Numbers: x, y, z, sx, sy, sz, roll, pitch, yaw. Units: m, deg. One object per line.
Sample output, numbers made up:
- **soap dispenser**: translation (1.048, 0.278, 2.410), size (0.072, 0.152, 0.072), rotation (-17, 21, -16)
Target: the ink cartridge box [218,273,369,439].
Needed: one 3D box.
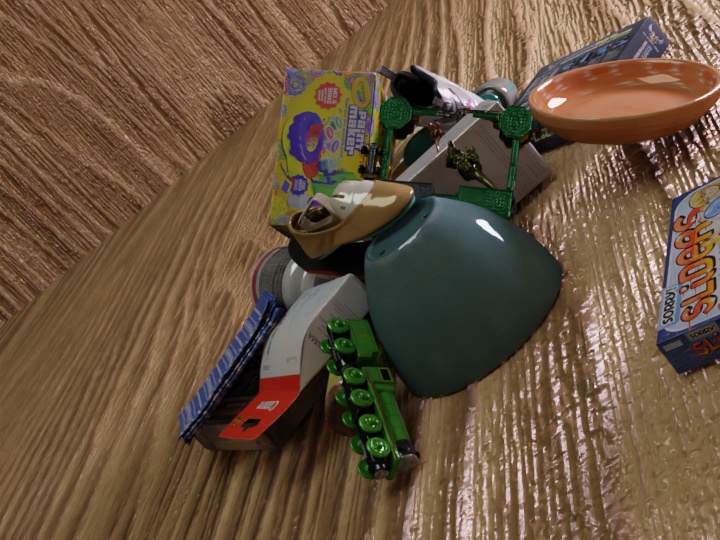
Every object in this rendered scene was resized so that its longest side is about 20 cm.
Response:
- **ink cartridge box**: translation (-0.084, 0.096, 1.171), size (0.200, 0.047, 0.160), rotation (-48, 11, -20)

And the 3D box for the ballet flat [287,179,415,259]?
- **ballet flat**: translation (-0.019, -0.059, 1.122), size (0.200, 0.063, 0.069), rotation (-26, 25, 55)

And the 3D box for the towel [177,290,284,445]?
- **towel**: translation (-0.163, 0.112, 1.299), size (0.201, 0.024, 0.145), rotation (-55, 11, -3)

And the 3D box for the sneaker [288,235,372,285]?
- **sneaker**: translation (0.000, 0.001, 1.241), size (0.201, 0.108, 0.068), rotation (21, 78, 55)

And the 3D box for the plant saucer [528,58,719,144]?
- **plant saucer**: translation (0.276, -0.176, 1.116), size (0.198, 0.038, 0.201), rotation (-9, 25, 4)

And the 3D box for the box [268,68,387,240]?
- **box**: translation (-0.032, -0.138, 1.404), size (0.193, 0.121, 0.202), rotation (41, -126, -79)

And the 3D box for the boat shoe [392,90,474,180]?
- **boat shoe**: translation (0.119, -0.182, 1.552), size (0.200, 0.072, 0.076), rotation (-42, 33, 6)

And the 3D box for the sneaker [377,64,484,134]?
- **sneaker**: translation (0.067, -0.238, 1.407), size (0.200, 0.139, 0.078), rotation (27, 96, 52)

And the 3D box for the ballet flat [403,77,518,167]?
- **ballet flat**: translation (0.141, -0.198, 1.478), size (0.199, 0.068, 0.064), rotation (-33, 9, 42)

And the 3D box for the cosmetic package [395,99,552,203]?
- **cosmetic package**: translation (0.114, -0.095, 1.268), size (0.200, 0.113, 0.081), rotation (-40, 11, 3)

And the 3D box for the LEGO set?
- **LEGO set**: translation (0.102, -0.109, 1.185), size (0.198, 0.155, 0.116), rotation (-2, -12, 8)

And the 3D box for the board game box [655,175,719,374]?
- **board game box**: translation (0.299, -0.019, 0.819), size (0.135, 0.034, 0.201), rotation (-30, 21, 34)

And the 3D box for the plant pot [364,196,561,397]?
- **plant pot**: translation (0.081, 0.006, 1.068), size (0.200, 0.135, 0.200), rotation (-37, 18, 14)

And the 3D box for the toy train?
- **toy train**: translation (0.008, 0.118, 1.013), size (0.201, 0.056, 0.042), rotation (-111, 33, -47)

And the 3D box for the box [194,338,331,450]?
- **box**: translation (-0.115, 0.145, 1.311), size (0.199, 0.048, 0.159), rotation (-15, 33, 55)

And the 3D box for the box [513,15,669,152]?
- **box**: translation (0.270, -0.222, 1.334), size (0.199, 0.051, 0.158), rotation (-17, 31, 56)

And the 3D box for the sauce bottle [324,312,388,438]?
- **sauce bottle**: translation (-0.002, 0.099, 1.144), size (0.066, 0.066, 0.200), rotation (-36, 21, 18)

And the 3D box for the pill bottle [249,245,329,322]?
- **pill bottle**: translation (-0.063, 0.021, 1.386), size (0.111, 0.111, 0.200), rotation (-48, 18, -17)
